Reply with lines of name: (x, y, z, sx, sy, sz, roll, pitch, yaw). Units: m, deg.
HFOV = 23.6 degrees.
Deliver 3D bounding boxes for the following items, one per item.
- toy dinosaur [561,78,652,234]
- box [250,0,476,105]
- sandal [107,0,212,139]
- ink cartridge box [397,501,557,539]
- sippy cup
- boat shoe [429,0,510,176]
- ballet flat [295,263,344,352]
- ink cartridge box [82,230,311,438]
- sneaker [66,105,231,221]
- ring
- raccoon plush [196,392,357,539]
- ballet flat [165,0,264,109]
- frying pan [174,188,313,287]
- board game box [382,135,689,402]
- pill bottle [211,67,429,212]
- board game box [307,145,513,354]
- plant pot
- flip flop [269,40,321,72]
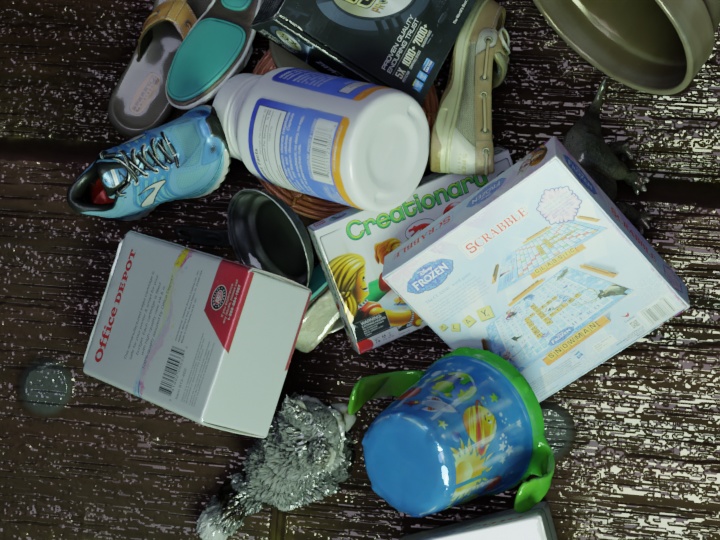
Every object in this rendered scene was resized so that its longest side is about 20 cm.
toy dinosaur: (0.215, -0.084, 1.594, 0.077, 0.102, 0.201, 10, 87, 51)
box: (0.020, -0.273, 1.608, 0.163, 0.086, 0.201, 31, 83, -18)
sandal: (-0.192, -0.225, 1.695, 0.081, 0.055, 0.201, 31, 89, 10)
ink cartridge box: (0.111, 0.296, 1.533, 0.146, 0.200, 0.146, -14, 83, 8)
sippy cup: (0.074, 0.152, 1.526, 0.177, 0.130, 0.141, -13, 97, 40)
boat shoe: (0.114, -0.171, 1.605, 0.063, 0.073, 0.201, 10, 53, 11)
ballet flat: (0.000, 0.000, 1.649, 0.200, 0.067, 0.062, -40, 120, -3)
ink cartridge box: (-0.155, 0.056, 1.605, 0.199, 0.083, 0.147, 16, 88, 47)
sneaker: (-0.203, -0.092, 1.629, 0.199, 0.090, 0.079, -28, 81, 39)
ring: (-0.022, -0.149, 1.681, 0.199, 0.019, 0.202, -1, 85, 10)
raccoon plush: (-0.077, 0.195, 1.603, 0.097, 0.134, 0.200, 37, 92, 9)
ballet flat: (-0.123, -0.235, 1.672, 0.069, 0.069, 0.201, 22, 78, 10)
frying pan: (-0.102, -0.016, 1.638, 0.031, 0.190, 0.115, -29, 93, -34)
board game box: (0.158, 0.010, 1.553, 0.200, 0.041, 0.200, -34, 114, 22)
pill bottle: (-0.043, -0.126, 1.588, 0.199, 0.112, 0.113, 18, 88, 41)
board game box: (0.064, -0.020, 1.604, 0.199, 0.035, 0.127, -23, 105, -8)
plant pot: (0.273, -0.291, 1.576, 0.200, 0.200, 0.174, 40, 75, 10)
flip flop: (-0.045, -0.274, 1.665, 0.081, 0.058, 0.201, 8, 80, 12)
